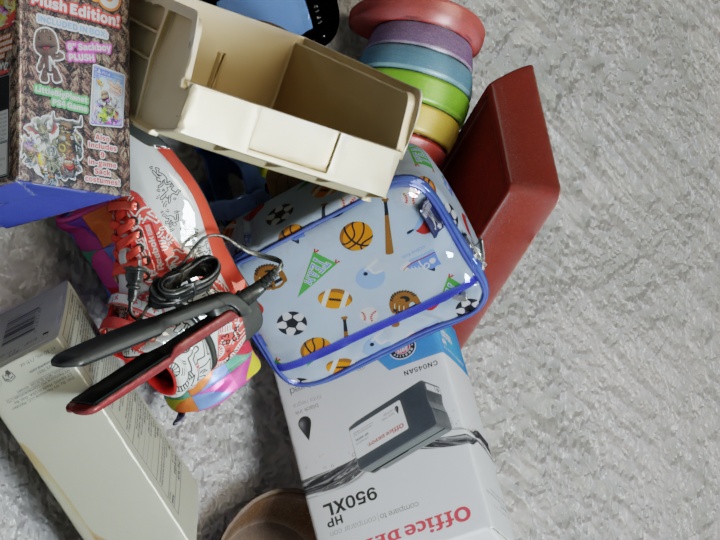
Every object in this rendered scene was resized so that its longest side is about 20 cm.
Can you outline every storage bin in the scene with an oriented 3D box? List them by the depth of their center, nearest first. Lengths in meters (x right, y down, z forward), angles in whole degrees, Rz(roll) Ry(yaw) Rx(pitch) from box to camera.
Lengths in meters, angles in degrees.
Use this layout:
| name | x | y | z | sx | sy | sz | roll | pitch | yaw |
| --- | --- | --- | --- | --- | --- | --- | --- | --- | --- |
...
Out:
| name | x | y | z | sx | sy | sz | roll | pitch | yaw |
| --- | --- | --- | --- | --- | --- | --- | --- | --- | --- |
| storage bin | -0.090 | -0.136 | 1.575 | 0.199 | 0.198 | 0.094 | 16 | 98 | -35 |

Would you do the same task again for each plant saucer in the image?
| name | x | y | z | sx | sy | sz | roll | pitch | yaw |
| --- | --- | --- | --- | --- | --- | --- | --- | --- | --- |
| plant saucer | -0.066 | 0.279 | 1.745 | 0.200 | 0.037 | 0.202 | 12 | 73 | -47 |
| plant saucer | 0.097 | -0.054 | 1.841 | 0.037 | 0.200 | 0.200 | 20 | 34 | -18 |

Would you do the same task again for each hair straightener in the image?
| name | x | y | z | sx | sy | sz | roll | pitch | yaw |
| --- | --- | --- | --- | --- | --- | --- | --- | --- | --- |
| hair straightener | -0.135 | 0.025 | 1.515 | 0.200 | 0.041 | 0.077 | -30 | 110 | -32 |

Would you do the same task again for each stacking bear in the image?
| name | x | y | z | sx | sy | sz | roll | pitch | yaw |
| --- | --- | --- | --- | --- | --- | --- | --- | --- | --- |
| stacking bear | 0.038 | -0.129 | 1.870 | 0.121 | 0.114 | 0.201 | 15 | 76 | -14 |

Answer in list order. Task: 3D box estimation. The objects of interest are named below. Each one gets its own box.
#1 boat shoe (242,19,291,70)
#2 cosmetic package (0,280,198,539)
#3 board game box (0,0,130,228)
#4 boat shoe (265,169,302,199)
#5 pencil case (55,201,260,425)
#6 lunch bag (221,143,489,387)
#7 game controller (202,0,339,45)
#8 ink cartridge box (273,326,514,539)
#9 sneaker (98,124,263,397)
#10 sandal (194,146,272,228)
| name | x | y | z | sx | sy | sz | roll | pitch | yaw |
| --- | --- | --- | --- | --- | --- | --- | --- | --- | --- |
| boat shoe | -0.056 | -0.129 | 1.764 | 0.200 | 0.071 | 0.077 | 44 | 36 | -53 |
| cosmetic package | -0.197 | 0.120 | 1.569 | 0.201 | 0.071 | 0.105 | 61 | 9 | -21 |
| board game box | -0.248 | -0.143 | 1.518 | 0.097 | 0.159 | 0.201 | 7 | 78 | -43 |
| boat shoe | 0.001 | -0.040 | 1.747 | 0.200 | 0.071 | 0.070 | 45 | 59 | -33 |
| pencil case | -0.156 | 0.019 | 1.655 | 0.088 | 0.088 | 0.201 | -45 | 116 | -42 |
| lunch bag | 0.000 | 0.000 | 1.670 | 0.161 | 0.199 | 0.076 | 59 | 14 | -31 |
| game controller | -0.086 | -0.214 | 1.807 | 0.200 | 0.042 | 0.105 | -37 | 110 | -45 |
| ink cartridge box | 0.026 | 0.149 | 1.734 | 0.084 | 0.144 | 0.201 | 47 | 25 | -64 |
| sneaker | -0.156 | -0.005 | 1.562 | 0.108 | 0.067 | 0.202 | -44 | 117 | -31 |
| sandal | -0.078 | -0.046 | 1.769 | 0.200 | 0.079 | 0.087 | 38 | 73 | -35 |
